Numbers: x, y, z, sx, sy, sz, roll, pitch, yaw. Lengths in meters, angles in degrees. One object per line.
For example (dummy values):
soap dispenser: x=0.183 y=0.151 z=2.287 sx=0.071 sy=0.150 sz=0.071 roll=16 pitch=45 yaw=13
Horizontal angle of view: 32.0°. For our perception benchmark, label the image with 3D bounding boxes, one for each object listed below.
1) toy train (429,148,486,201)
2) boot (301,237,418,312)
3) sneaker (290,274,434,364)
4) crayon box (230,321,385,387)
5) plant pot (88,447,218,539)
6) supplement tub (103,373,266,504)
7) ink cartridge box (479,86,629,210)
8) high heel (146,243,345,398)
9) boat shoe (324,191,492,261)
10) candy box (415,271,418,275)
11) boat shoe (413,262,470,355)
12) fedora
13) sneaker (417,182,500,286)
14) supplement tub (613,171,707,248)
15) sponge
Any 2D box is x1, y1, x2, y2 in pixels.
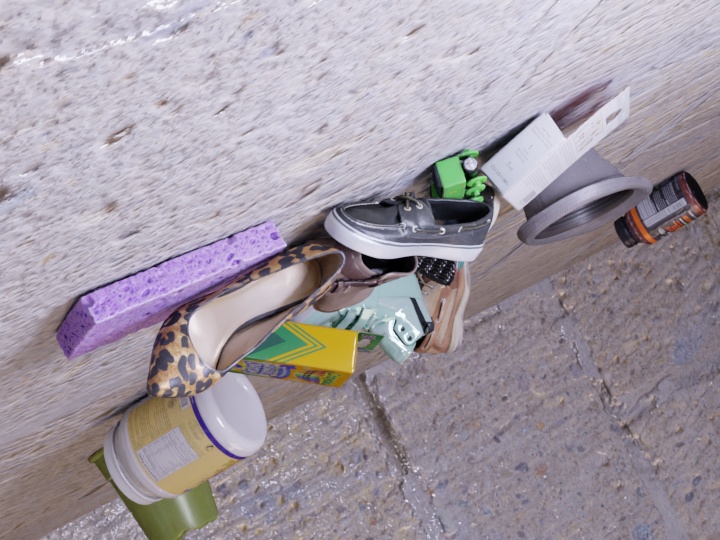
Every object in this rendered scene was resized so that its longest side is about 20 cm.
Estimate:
toy train: x=0.102 y=-0.080 z=1.356 sx=0.055 sy=0.042 sz=0.200 roll=-17 pitch=166 yaw=-2
boot: x=0.000 y=0.000 z=1.336 sx=0.145 sy=0.072 sz=0.199 roll=-12 pitch=173 yaw=37
sneaker: x=0.008 y=0.068 z=1.558 sx=0.198 sy=0.120 sz=0.074 roll=-21 pitch=168 yaw=-32
crayon box: x=-0.078 y=0.096 z=1.472 sx=0.196 sy=0.053 sz=0.126 roll=8 pitch=166 yaw=-6
plant pot: x=-0.333 y=0.363 z=2.135 sx=0.198 sy=0.192 sz=0.200 roll=-28 pitch=171 yaw=-5
supplement tub: x=-0.246 y=0.228 z=1.752 sx=0.198 sy=0.147 sz=0.145 roll=-31 pitch=171 yaw=21
ink cartridge box: x=0.220 y=-0.144 z=1.393 sx=0.173 sy=0.044 sz=0.200 roll=-42 pitch=171 yaw=8
high heel: x=-0.099 y=0.039 z=1.091 sx=0.141 sy=0.072 sz=0.200 roll=-27 pitch=-170 yaw=33
boat shoe: x=0.051 y=-0.051 z=1.256 sx=0.198 sy=0.069 sz=0.057 roll=4 pitch=123 yaw=-39
candy box: x=0.032 y=0.032 z=1.781 sx=0.198 sy=0.062 sz=0.136 roll=-27 pitch=172 yaw=-11
boat shoe: x=0.101 y=0.031 z=1.689 sx=0.071 sy=0.203 sz=0.076 roll=-11 pitch=-149 yaw=-20
fedora: x=0.279 y=-0.108 z=1.648 sx=0.198 sy=0.091 sz=0.177 roll=-14 pitch=164 yaw=-37
sneaker: x=0.126 y=-0.066 z=1.537 sx=0.094 sy=0.070 sz=0.201 roll=-60 pitch=177 yaw=-33
supplement tub: x=0.666 y=-0.129 z=2.798 sx=0.199 sy=0.108 sz=0.107 roll=-33 pitch=171 yaw=28
sponge: x=-0.169 y=0.018 z=1.118 sx=0.198 sy=0.030 sz=0.111 roll=-24 pitch=171 yaw=-33
